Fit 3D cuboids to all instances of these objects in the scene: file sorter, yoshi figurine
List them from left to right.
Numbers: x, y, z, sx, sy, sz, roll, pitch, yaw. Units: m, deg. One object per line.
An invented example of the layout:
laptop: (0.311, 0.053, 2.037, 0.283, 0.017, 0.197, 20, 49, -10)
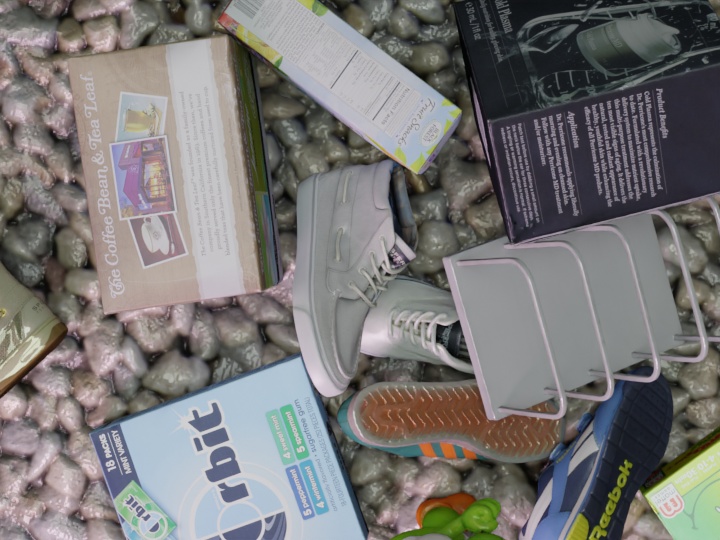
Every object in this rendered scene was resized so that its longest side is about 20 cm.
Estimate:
yoshi figurine: (0.086, 0.242, 1.350, 0.112, 0.200, 0.113, -42, 89, 3)
file sorter: (0.195, 0.025, 1.331, 0.198, 0.124, 0.140, -19, 97, -24)

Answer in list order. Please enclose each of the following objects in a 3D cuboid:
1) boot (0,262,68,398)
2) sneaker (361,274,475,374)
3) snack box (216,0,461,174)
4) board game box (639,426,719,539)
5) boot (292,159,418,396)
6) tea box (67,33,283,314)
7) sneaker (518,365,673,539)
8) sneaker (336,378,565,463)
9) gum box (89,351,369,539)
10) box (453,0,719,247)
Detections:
boot: (-0.374, 0.060, 1.431, 0.200, 0.072, 0.155, -40, 91, -1)
sneaker: (0.061, 0.045, 1.407, 0.197, 0.071, 0.074, 7, 93, 3)
snack box: (-0.012, -0.161, 1.353, 0.199, 0.169, 0.068, 36, 94, 2)
board game box: (0.336, 0.240, 1.412, 0.101, 0.048, 0.201, -35, 90, 4)
boot: (0.000, 0.000, 1.369, 0.095, 0.073, 0.202, -14, 64, 23)
tea box: (-0.145, -0.076, 1.350, 0.132, 0.197, 0.203, -8, 93, 3)
sneaker: (0.197, 0.166, 1.401, 0.074, 0.082, 0.201, 42, 70, -29)
sneaker: (0.075, 0.126, 1.416, 0.198, 0.080, 0.072, 8, 82, -18)
gum box: (-0.113, 0.185, 1.435, 0.198, 0.045, 0.172, -19, 92, 5)
box: (0.189, -0.142, 1.316, 0.194, 0.201, 0.125, -13, 126, 2)
